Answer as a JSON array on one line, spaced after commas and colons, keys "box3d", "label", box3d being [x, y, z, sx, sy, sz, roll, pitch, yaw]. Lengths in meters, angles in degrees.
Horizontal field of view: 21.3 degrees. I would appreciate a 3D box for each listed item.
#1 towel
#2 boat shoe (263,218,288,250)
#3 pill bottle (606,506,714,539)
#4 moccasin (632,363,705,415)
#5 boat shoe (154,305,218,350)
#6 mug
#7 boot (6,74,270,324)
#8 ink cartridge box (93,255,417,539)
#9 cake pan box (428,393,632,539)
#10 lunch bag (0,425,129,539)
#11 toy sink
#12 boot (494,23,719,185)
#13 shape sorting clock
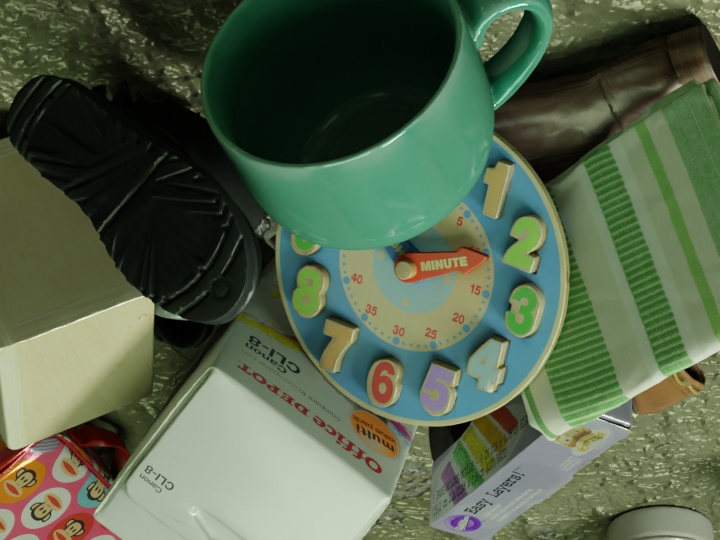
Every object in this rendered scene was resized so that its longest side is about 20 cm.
[{"box3d": [0.155, -0.003, 1.129, 0.023, 0.153, 0.200, 7, 148, -44], "label": "towel"}, {"box3d": [0.000, 0.000, 1.301, 0.071, 0.070, 0.200, -19, 142, 28], "label": "boat shoe"}, {"box3d": [0.265, 0.314, 1.656, 0.113, 0.200, 0.114, 2, 147, 1], "label": "pill bottle"}, {"box3d": [0.210, 0.040, 1.355, 0.078, 0.074, 0.202, -16, 141, 10], "label": "moccasin"}, {"box3d": [-0.122, 0.017, 1.274, 0.070, 0.072, 0.201, 7, 173, -4], "label": "boat shoe"}, {"box3d": [0.014, -0.087, 1.084, 0.185, 0.152, 0.114, 3, 149, 22], "label": "mug"}, {"box3d": [-0.102, -0.041, 1.116, 0.073, 0.198, 0.162, -53, 158, 11], "label": "boot"}, {"box3d": [-0.058, 0.114, 1.270, 0.145, 0.200, 0.145, 36, 114, -5], "label": "ink cartridge box"}, {"box3d": [0.111, 0.064, 1.292, 0.052, 0.185, 0.200, 19, 144, -18], "label": "cake pan box"}, {"box3d": [-0.268, 0.187, 1.552, 0.176, 0.082, 0.200, -37, 145, -8], "label": "lunch bag"}, {"box3d": [-0.217, -0.012, 1.233, 0.112, 0.200, 0.130, -22, 151, -20], "label": "toy sink"}, {"box3d": [0.147, -0.062, 1.204, 0.200, 0.064, 0.187, -16, 130, 20], "label": "boot"}, {"box3d": [0.034, -0.002, 1.175, 0.200, 0.201, 0.039, -18, 177, 28], "label": "shape sorting clock"}]
